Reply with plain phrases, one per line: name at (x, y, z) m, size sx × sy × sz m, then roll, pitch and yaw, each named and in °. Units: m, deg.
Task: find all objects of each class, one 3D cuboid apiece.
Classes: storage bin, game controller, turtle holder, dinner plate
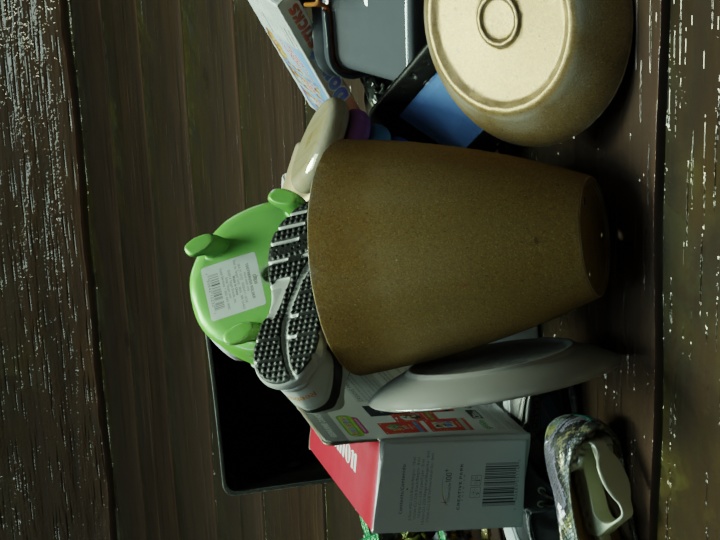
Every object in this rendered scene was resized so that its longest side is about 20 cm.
storage bin at (0.034, -0.255, 1.634) m, size 0.134 × 0.145 × 0.201 m, roll 31°, pitch 129°, yaw 54°
game controller at (0.083, -0.142, 1.557) m, size 0.104 × 0.042 × 0.200 m, roll 41°, pitch 146°, yaw -3°
turtle holder at (-0.051, 0.005, 1.615) m, size 0.141 × 0.186 × 0.132 m, roll 43°, pitch 175°, yaw 24°
dinner plate at (0.102, 0.077, 1.454) m, size 0.200 × 0.200 × 0.024 m, roll -171°, pitch 70°, yaw -71°

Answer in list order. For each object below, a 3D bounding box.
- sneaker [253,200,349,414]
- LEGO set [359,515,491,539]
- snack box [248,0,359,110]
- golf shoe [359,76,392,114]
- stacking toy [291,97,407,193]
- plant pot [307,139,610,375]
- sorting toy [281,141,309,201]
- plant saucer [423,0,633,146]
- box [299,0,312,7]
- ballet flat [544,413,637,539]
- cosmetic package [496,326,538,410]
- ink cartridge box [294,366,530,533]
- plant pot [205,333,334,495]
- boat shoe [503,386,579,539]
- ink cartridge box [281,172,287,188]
sneaker at (-0.033, 0.026, 1.500) m, size 0.080 × 0.074 × 0.200 m, roll 52°, pitch -139°, yaw -43°
LEGO set at (0.073, 0.229, 1.832) m, size 0.154 × 0.116 × 0.200 m, roll -40°, pitch 60°, yaw 35°
snack box at (-0.054, -0.203, 1.745) m, size 0.072 × 0.024 × 0.200 m, roll 39°, pitch 168°, yaw 38°
golf shoe at (0.050, -0.108, 1.758) m, size 0.095 × 0.077 × 0.201 m, roll 90°, pitch 170°, yaw -61°
stacking toy at (0.046, -0.072, 1.591) m, size 0.085 × 0.199 × 0.086 m, roll -158°, pitch 90°, yaw -77°
plant pot at (0.086, -0.017, 1.446) m, size 0.186 × 0.199 × 0.187 m, roll -4°, pitch -90°, yaw -69°
sorting toy at (0.000, 0.000, 1.703) m, size 0.200 × 0.036 × 0.185 m, roll 35°, pitch 132°, yaw 17°
plant saucer at (0.114, -0.191, 1.415) m, size 0.200 × 0.035 × 0.201 m, roll 12°, pitch 108°, yaw 42°
box at (-0.060, -0.349, 1.736) m, size 0.141 × 0.079 × 0.201 m, roll -161°, pitch 60°, yaw -65°
ballet flat at (0.192, 0.210, 1.470) m, size 0.072 × 0.072 × 0.201 m, roll 153°, pitch 106°, yaw -71°
cosmetic package at (0.111, 0.092, 1.683) m, size 0.151 × 0.052 × 0.201 m, roll -152°, pitch 56°, yaw -71°
ink cartridge box at (0.024, 0.145, 1.581) m, size 0.200 × 0.175 × 0.084 m, roll -137°, pitch 50°, yaw -68°
plant pot at (-0.067, 0.113, 2.034) m, size 0.177 × 0.199 × 0.200 m, roll -131°, pitch 34°, yaw -77°
boat shoe at (0.159, 0.165, 1.555) m, size 0.066 × 0.070 × 0.201 m, roll 177°, pitch 92°, yaw -74°
ink cartridge box at (-0.002, 0.002, 1.830) m, size 0.084 × 0.145 × 0.201 m, roll -115°, pitch 24°, yaw -52°
